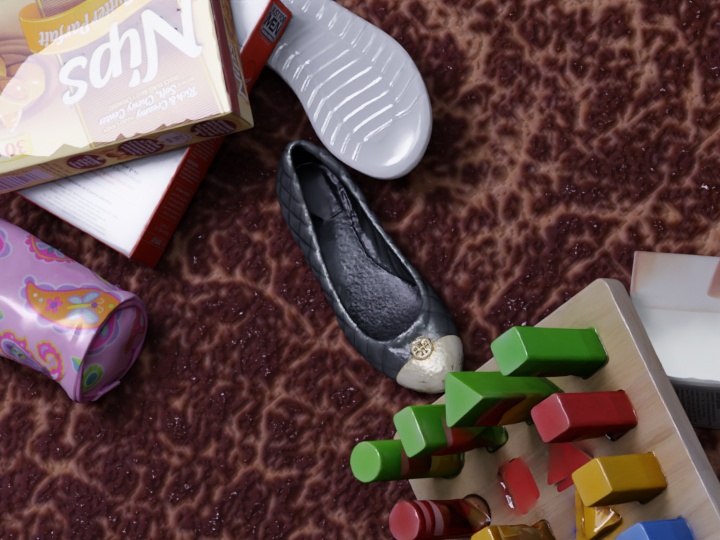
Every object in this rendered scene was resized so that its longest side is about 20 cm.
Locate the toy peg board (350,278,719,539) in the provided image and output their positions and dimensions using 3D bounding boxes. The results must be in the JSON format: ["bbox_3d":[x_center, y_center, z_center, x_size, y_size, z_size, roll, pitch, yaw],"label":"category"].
[{"bbox_3d":[0.099,0.139,1.385,0.200,0.098,0.200,-40,63,35],"label":"toy peg board"}]

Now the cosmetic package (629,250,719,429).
[{"bbox_3d":[0.266,0.049,1.437,0.199,0.103,0.088,6,70,11],"label":"cosmetic package"}]

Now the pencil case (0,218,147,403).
[{"bbox_3d":[-0.241,0.014,1.552,0.199,0.087,0.088,26,77,18],"label":"pencil case"}]

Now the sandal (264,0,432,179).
[{"bbox_3d":[-0.009,-0.134,1.577,0.082,0.050,0.203,-46,55,9],"label":"sandal"}]

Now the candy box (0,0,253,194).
[{"bbox_3d":[-0.179,-0.128,1.517,0.199,0.055,0.116,-14,80,11],"label":"candy box"}]

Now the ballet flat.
[{"bbox_3d":[0.000,0.000,1.525,0.066,0.057,0.200,-35,69,-2],"label":"ballet flat"}]

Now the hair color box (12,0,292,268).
[{"bbox_3d":[-0.140,-0.114,1.566,0.101,0.061,0.201,29,90,14],"label":"hair color box"}]
